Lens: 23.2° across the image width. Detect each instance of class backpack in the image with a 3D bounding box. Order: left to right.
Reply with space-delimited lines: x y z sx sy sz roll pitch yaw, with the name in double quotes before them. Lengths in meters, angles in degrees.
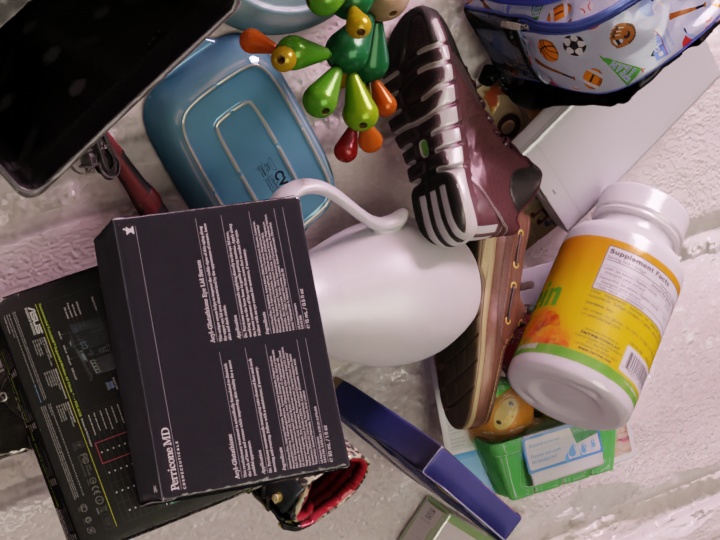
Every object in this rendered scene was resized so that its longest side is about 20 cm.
"backpack" 0.195 -0.229 1.413 0.200 0.190 0.154 -46 129 -10

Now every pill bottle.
"pill bottle" 0.212 0.027 1.516 0.111 0.111 0.200 43 61 -36

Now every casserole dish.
"casserole dish" -0.088 -0.092 1.387 0.121 0.039 0.200 -38 124 -14

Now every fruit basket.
"fruit basket" 0.155 0.099 1.576 0.185 0.094 0.200 -14 106 -18

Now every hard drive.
"hard drive" 0.224 -0.140 1.534 0.200 0.026 0.132 -45 142 -3

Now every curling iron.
"curling iron" -0.168 -0.042 1.359 0.200 0.026 0.050 57 38 -37

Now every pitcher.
"pitcher" 0.000 0.000 1.416 0.200 0.121 0.172 -9 123 -33

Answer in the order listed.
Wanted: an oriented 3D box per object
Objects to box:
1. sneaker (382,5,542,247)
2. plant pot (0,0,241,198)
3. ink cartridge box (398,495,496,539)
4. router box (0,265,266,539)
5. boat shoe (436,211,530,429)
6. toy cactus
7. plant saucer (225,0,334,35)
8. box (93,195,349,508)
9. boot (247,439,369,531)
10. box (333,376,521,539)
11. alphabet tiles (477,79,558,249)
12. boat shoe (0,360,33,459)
"sneaker" 0.088 -0.115 1.439 0.115 0.076 0.200 0 77 -39
"plant pot" -0.239 -0.203 1.164 0.200 0.177 0.200 -45 126 -10
"ink cartridge box" 0.064 0.328 1.636 0.145 0.048 0.200 36 88 -36
"router box" -0.173 0.093 1.303 0.150 0.062 0.200 -19 86 -20
"boat shoe" 0.112 0.038 1.507 0.068 0.072 0.200 7 87 -26
"toy cactus" -0.007 -0.186 1.353 0.165 0.102 0.200 -61 150 -19
"plant saucer" -0.054 -0.276 1.344 0.200 0.027 0.200 -12 115 -28
"box" -0.102 0.058 1.260 0.141 0.079 0.200 -7 82 -23
"boot" -0.109 0.152 1.390 0.203 0.154 0.074 -29 140 -22
"box" 0.058 0.163 1.475 0.032 0.200 0.121 -51 126 -6
"alphabet tiles" 0.153 -0.110 1.550 0.200 0.006 0.167 -37 123 -15
"boat shoe" -0.245 0.096 1.345 0.200 0.064 0.071 -35 123 -16
